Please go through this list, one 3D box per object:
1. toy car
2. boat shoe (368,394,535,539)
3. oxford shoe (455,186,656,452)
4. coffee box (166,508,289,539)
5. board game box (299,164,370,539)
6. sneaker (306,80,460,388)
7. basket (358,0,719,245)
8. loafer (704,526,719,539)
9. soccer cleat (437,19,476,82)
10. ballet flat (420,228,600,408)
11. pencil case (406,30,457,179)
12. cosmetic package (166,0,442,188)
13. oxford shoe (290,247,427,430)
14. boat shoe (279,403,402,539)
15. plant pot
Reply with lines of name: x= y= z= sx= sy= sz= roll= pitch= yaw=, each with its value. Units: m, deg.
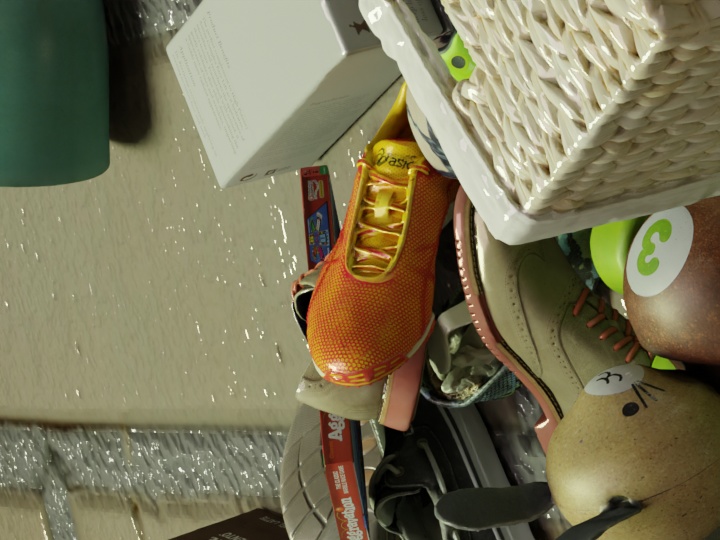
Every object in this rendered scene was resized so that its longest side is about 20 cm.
toy car: x=0.131 y=0.065 z=1.280 sx=0.164 sy=0.200 sz=0.158 roll=12 pitch=130 yaw=60
boat shoe: x=0.040 y=0.125 z=1.625 sx=0.200 sy=0.071 sz=0.072 roll=59 pitch=149 yaw=30
oxford shoe: x=0.113 y=0.029 z=1.413 sx=0.075 sy=0.070 sz=0.200 roll=-8 pitch=124 yaw=36
coffee box: x=-0.059 y=0.272 z=1.867 sx=0.114 sy=0.080 sz=0.200 roll=10 pitch=113 yaw=60
board game box: x=-0.015 y=0.050 z=1.625 sx=0.103 sy=0.019 sz=0.200 roll=78 pitch=-174 yaw=-56
sneaker: x=0.011 y=-0.024 z=1.490 sx=0.073 sy=0.200 sz=0.077 roll=2 pitch=140 yaw=18
basket: x=0.120 y=-0.145 z=1.216 sx=0.198 sy=0.200 sz=0.161 roll=62 pitch=147 yaw=20
loafer: x=0.117 y=0.185 z=1.481 sx=0.200 sy=0.070 sz=0.070 roll=-51 pitch=49 yaw=40
soccer cleat: x=0.074 y=-0.156 z=1.339 sx=0.068 sy=0.081 sz=0.200 roll=-41 pitch=29 yaw=39
ballet flat: x=0.078 y=0.013 z=1.507 sx=0.074 sy=0.074 sz=0.200 roll=58 pitch=148 yaw=27
pencil case: x=0.098 y=-0.089 z=1.409 sx=0.078 sy=0.089 sz=0.200 roll=44 pitch=161 yaw=-22
cosmetic package: x=-0.036 y=-0.134 z=1.632 sx=0.200 sy=0.074 sz=0.102 roll=-39 pitch=70 yaw=58
oxford shoe: x=0.000 y=0.000 z=1.559 sx=0.200 sy=0.075 sz=0.071 roll=-87 pitch=7 yaw=-48
boat shoe: x=-0.001 y=0.163 z=1.703 sx=0.074 sy=0.073 sz=0.200 roll=-12 pitch=67 yaw=24
plant pot: x=-0.261 y=-0.159 z=1.903 sx=0.200 sy=0.200 sz=0.161 roll=28 pitch=115 yaw=53
